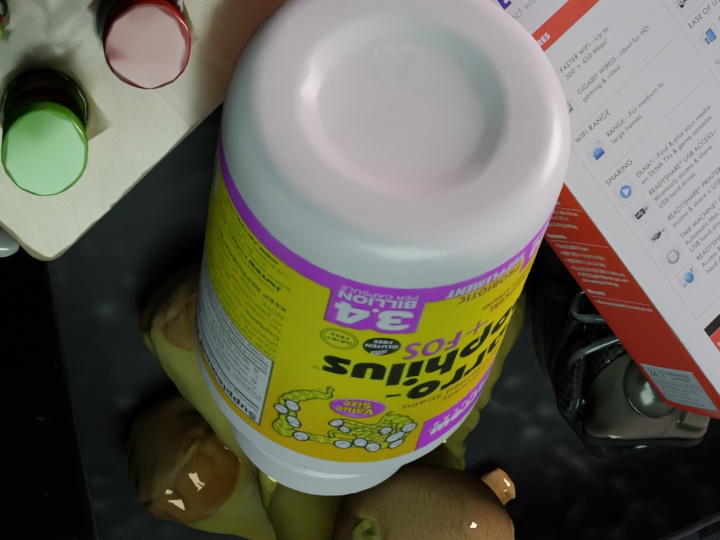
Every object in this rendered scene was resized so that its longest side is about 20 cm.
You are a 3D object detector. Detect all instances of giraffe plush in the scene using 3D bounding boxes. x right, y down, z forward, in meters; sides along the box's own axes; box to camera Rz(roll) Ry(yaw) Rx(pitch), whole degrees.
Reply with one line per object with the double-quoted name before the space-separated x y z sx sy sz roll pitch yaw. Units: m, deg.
"giraffe plush" 0.004 0.102 0.887 0.172 0.162 0.201 -14 126 -5

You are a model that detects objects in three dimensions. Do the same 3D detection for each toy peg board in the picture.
"toy peg board" -0.091 -0.132 0.685 0.199 0.098 0.200 -43 104 3

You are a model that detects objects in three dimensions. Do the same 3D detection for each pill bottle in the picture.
"pill bottle" 0.000 0.000 0.750 0.104 0.105 0.200 -5 152 -11

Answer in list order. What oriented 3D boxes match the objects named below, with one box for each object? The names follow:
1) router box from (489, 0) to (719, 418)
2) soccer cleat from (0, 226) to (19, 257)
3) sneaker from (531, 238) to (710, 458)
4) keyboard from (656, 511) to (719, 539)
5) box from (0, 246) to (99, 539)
"router box" 0.136 -0.082 0.789 0.200 0.049 0.180 -42 109 -14
"soccer cleat" -0.089 -0.091 0.778 0.070 0.086 0.200 20 117 -25
"sneaker" 0.102 -0.012 0.843 0.076 0.114 0.200 -5 125 -9
"keyboard" 0.150 0.138 0.997 0.199 0.040 0.104 -22 156 -11
"box" -0.176 0.117 0.831 0.123 0.200 0.199 7 123 -19
